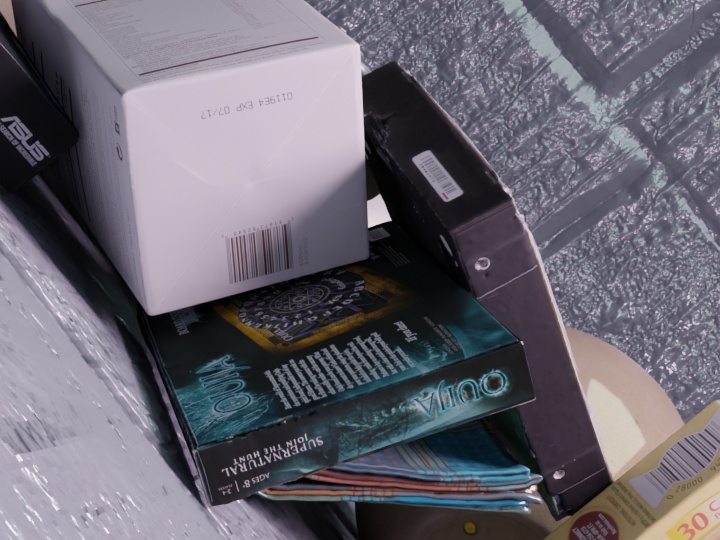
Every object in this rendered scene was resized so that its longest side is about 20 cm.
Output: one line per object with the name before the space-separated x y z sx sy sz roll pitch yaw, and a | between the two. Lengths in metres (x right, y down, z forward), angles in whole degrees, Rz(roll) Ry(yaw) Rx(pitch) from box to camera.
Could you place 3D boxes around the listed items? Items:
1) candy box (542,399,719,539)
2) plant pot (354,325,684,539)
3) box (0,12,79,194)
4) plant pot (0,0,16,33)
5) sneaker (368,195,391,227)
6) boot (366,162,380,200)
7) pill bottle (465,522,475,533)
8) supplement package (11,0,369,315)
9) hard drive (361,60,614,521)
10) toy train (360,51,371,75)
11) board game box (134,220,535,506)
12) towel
candy box | 0.132 0.171 0.812 0.116 0.200 0.055 52 0 -21
plant pot | 0.083 0.144 0.940 0.200 0.200 0.134 51 22 -6
box | -0.217 -0.142 0.790 0.160 0.043 0.200 53 -2 -38
plant pot | -0.182 -0.184 1.308 0.177 0.200 0.200 64 -4 -10
sneaker | 0.000 0.000 0.917 0.084 0.073 0.200 22 29 13
boot | -0.038 -0.109 0.942 0.200 0.075 0.074 38 -44 33
pill bottle | 0.070 0.121 1.106 0.111 0.111 0.201 57 18 -80
supplement package | -0.087 -0.082 0.818 0.200 0.113 0.110 -133 -146 -53
hard drive | 0.058 0.012 0.815 0.140 0.038 0.200 56 -9 52
toy train | -0.033 -0.101 1.135 0.114 0.085 0.200 27 -8 28
board game box | -0.021 0.032 0.737 0.200 0.135 0.028 -131 -156 -70
towel | -0.009 0.068 0.853 0.146 0.022 0.200 5 16 -17
